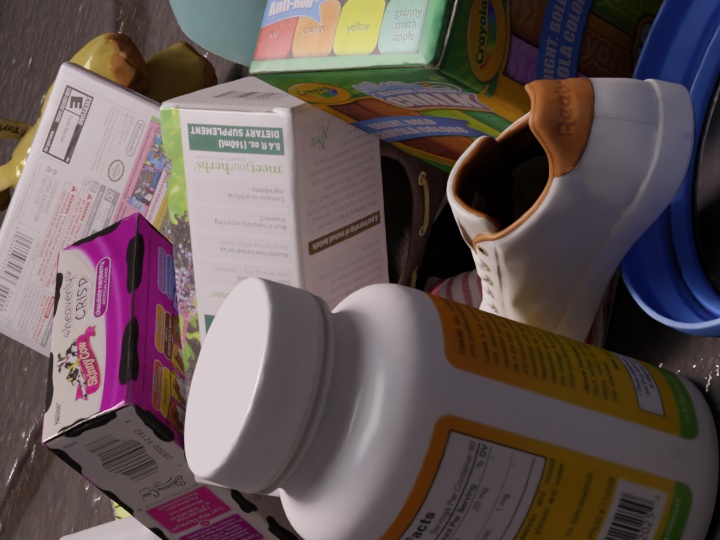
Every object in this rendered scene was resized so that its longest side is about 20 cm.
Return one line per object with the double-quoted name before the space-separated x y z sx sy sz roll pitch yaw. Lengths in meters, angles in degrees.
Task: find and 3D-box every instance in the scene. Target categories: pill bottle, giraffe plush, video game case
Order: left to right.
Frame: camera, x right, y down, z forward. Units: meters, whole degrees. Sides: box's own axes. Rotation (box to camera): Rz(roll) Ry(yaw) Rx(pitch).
"giraffe plush" -0.174 -0.064 1.574 0.162 0.200 0.173 51 140 33
"video game case" -0.164 -0.019 1.487 0.200 0.182 0.022 -68 -15 12
"pill bottle" 0.035 0.069 0.863 0.111 0.200 0.111 -50 30 44

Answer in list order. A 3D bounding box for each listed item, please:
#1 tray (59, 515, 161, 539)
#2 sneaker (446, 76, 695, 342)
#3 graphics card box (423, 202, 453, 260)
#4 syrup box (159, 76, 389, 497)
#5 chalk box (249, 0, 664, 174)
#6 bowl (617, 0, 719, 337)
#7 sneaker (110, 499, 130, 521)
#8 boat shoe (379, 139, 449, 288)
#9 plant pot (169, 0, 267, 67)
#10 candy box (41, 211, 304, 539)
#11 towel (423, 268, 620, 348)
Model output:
"tray" -0.148 0.214 1.364 0.108 0.022 0.200 64 152 0
"sneaker" 0.067 -0.017 0.912 0.200 0.084 0.073 114 159 -49
"graphics card box" 0.023 -0.070 1.211 0.200 0.051 0.126 -55 27 37
"syrup box" -0.038 0.008 1.059 0.079 0.081 0.201 6 107 31
"chalk box" 0.040 -0.128 0.969 0.125 0.200 0.124 4 77 47
"bowl" 0.170 -0.067 0.858 0.201 0.039 0.201 -50 31 45
"sneaker" -0.145 0.149 1.426 0.077 0.075 0.200 -68 20 11
"boat shoe" 0.000 0.000 1.145 0.060 0.072 0.200 -44 -19 -53
"plant pot" -0.031 -0.208 1.272 0.201 0.200 0.161 -119 40 -62
"candy box" -0.087 0.082 1.160 0.061 0.200 0.137 -25 43 22
"towel" 0.060 0.062 1.047 0.200 0.030 0.147 -16 59 66
